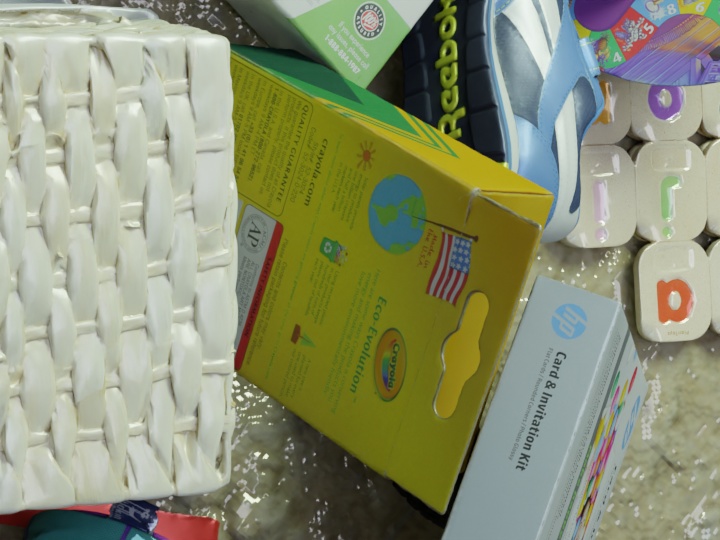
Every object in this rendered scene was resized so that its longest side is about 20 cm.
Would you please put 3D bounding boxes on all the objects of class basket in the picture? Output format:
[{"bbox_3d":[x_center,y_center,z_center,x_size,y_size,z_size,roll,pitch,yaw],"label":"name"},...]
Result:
[{"bbox_3d":[-0.125,-0.005,0.936,0.135,0.123,0.201,-3,98,-28],"label":"basket"}]

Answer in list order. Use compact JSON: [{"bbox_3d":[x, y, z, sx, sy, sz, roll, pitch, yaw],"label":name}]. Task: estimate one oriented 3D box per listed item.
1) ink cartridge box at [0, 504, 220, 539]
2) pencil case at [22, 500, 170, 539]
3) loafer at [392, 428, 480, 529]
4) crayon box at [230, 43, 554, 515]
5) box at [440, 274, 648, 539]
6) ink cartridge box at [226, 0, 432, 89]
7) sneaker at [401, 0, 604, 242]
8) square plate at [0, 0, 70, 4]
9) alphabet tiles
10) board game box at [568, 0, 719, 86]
[{"bbox_3d":[-0.143,0.199,1.001,0.162,0.057,0.201,11,91,-23],"label":"ink cartridge box"},{"bbox_3d":[-0.124,0.194,0.947,0.092,0.085,0.201,14,66,13],"label":"pencil case"},{"bbox_3d":[0.029,0.021,1.059,0.071,0.073,0.201,-21,98,-20],"label":"loafer"},{"bbox_3d":[0.000,0.000,0.963,0.051,0.200,0.127,1,114,-45],"label":"crayon box"},{"bbox_3d":[0.078,0.100,1.022,0.041,0.200,0.156,19,81,12],"label":"box"},{"bbox_3d":[0.012,-0.194,1.022,0.200,0.067,0.117,-52,136,-7],"label":"ink cartridge box"},{"bbox_3d":[0.066,-0.101,1.067,0.082,0.074,0.201,23,62,-39],"label":"sneaker"},{"bbox_3d":[-0.219,-0.082,0.977,0.198,0.028,0.200,-40,105,-19],"label":"square plate"},{"bbox_3d":[0.184,-0.066,1.158,0.199,0.015,0.197,-4,92,-23],"label":"alphabet tiles"},{"bbox_3d":[0.145,-0.187,1.072,0.039,0.157,0.201,25,77,-65],"label":"board game box"}]
